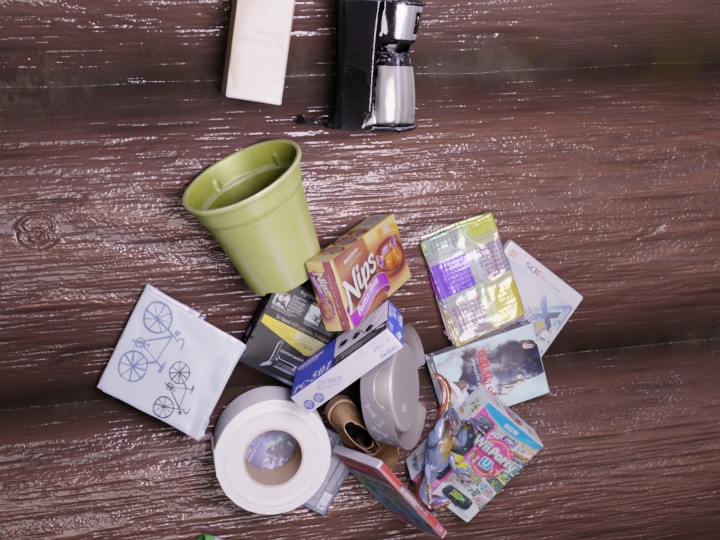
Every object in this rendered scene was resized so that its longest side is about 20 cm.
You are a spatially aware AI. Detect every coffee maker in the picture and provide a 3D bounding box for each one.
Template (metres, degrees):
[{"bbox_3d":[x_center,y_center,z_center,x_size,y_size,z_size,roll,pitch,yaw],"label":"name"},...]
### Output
[{"bbox_3d":[0.001,-0.322,1.514,0.188,0.135,0.205,-1,103,-12],"label":"coffee maker"}]

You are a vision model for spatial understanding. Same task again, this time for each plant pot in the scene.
[{"bbox_3d":[-0.150,-0.072,1.525,0.197,0.201,0.187,-27,120,-5],"label":"plant pot"}]

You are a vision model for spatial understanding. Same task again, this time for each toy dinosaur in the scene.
[{"bbox_3d":[0.142,0.316,1.670,0.103,0.202,0.183,15,128,-26],"label":"toy dinosaur"}]

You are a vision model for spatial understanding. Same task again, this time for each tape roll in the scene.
[{"bbox_3d":[-0.151,0.302,1.645,0.198,0.071,0.207,-3,104,-12],"label":"tape roll"}]

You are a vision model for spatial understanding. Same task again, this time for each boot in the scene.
[{"bbox_3d":[0.013,0.296,1.670,0.074,0.075,0.200,-43,129,-1],"label":"boot"}]

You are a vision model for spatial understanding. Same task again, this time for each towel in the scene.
[{"bbox_3d":[0.193,0.015,1.680,0.141,0.023,0.204,-19,99,-2],"label":"towel"}]

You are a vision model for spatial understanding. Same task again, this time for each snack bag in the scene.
[{"bbox_3d":[-0.305,0.151,1.596,0.197,0.021,0.191,27,95,-3],"label":"snack bag"}]

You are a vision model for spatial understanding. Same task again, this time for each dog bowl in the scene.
[{"bbox_3d":[0.055,0.194,1.628,0.057,0.200,0.205,-3,107,22],"label":"dog bowl"}]

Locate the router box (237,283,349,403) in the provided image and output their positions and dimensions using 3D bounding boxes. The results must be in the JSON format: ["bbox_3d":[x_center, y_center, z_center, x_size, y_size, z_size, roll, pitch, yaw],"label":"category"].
[{"bbox_3d":[-0.088,0.115,1.641,0.197,0.052,0.159,28,95,-17],"label":"router box"}]

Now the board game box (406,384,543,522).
[{"bbox_3d":[0.201,0.325,1.736,0.147,0.064,0.200,38,102,-19],"label":"board game box"}]

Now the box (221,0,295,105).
[{"bbox_3d":[-0.155,-0.363,1.497,0.093,0.078,0.205,5,102,-14],"label":"box"}]

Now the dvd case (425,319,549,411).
[{"bbox_3d":[0.225,0.183,1.726,0.196,0.022,0.149,-17,112,2],"label":"dvd case"}]

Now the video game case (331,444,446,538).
[{"bbox_3d":[0.049,0.379,1.680,0.018,0.142,0.201,-51,117,-21],"label":"video game case"}]

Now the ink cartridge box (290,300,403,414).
[{"bbox_3d":[-0.020,0.138,1.554,0.199,0.094,0.044,-37,109,19],"label":"ink cartridge box"}]

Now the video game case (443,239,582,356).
[{"bbox_3d":[0.272,0.078,1.731,0.181,0.022,0.202,34,94,-18],"label":"video game case"}]

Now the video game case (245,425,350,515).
[{"bbox_3d":[-0.112,0.325,1.705,0.198,0.019,0.145,30,95,-17],"label":"video game case"}]

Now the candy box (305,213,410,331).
[{"bbox_3d":[0.000,0.000,1.570,0.056,0.200,0.119,-5,111,34],"label":"candy box"}]

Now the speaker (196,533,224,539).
[{"bbox_3d":[-0.206,0.537,1.700,0.198,0.088,0.089,34,94,-18],"label":"speaker"}]
